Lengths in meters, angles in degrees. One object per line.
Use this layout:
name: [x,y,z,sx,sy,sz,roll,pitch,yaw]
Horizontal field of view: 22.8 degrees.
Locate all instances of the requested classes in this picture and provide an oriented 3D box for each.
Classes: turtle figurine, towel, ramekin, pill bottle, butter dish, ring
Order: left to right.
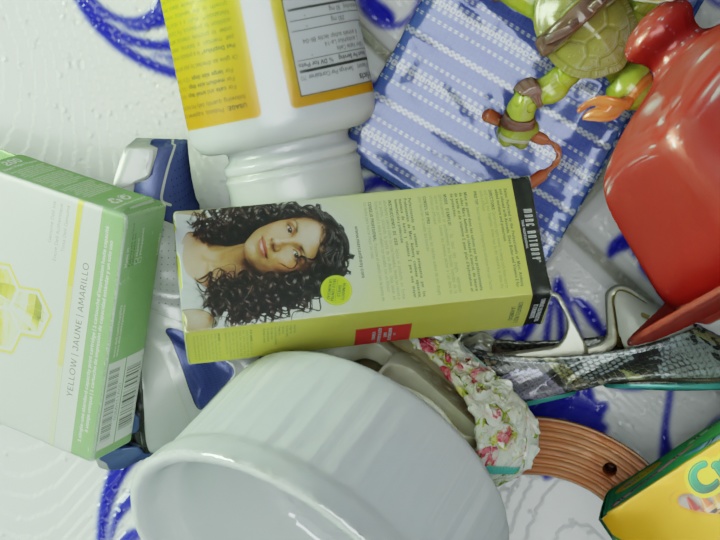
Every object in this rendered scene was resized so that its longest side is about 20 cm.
pill bottle: [-0.054,-0.135,1.001,0.108,0.109,0.203,-11,96,5]
ramekin: [-0.017,0.138,0.959,0.200,0.201,0.098,40,54,-1]
towel: [0.095,-0.119,1.036,0.144,0.024,0.201,30,98,1]
ring: [0.106,0.181,1.058,0.198,0.019,0.203,3,104,13]
turtle figurine: [0.108,-0.138,0.992,0.200,0.064,0.162,-42,90,10]
butter dish: [0.197,-0.077,0.932,0.199,0.200,0.148,-39,86,-14]

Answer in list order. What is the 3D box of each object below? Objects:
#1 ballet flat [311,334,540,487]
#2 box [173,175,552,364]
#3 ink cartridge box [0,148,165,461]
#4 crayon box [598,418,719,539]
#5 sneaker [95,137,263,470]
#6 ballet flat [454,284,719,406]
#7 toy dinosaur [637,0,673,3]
ballet flat: [0.016,0.050,1.001,0.199,0.064,0.076,35,114,27]
box: [0.000,0.000,0.968,0.197,0.050,0.076,-7,66,-6]
ink cartridge box: [-0.210,0.005,1.012,0.198,0.048,0.147,18,110,23]
crayon box: [0.244,0.124,0.971,0.199,0.058,0.119,-36,89,14]
sneaker: [-0.092,0.022,1.044,0.114,0.081,0.202,4,104,0]
ballet flat: [0.132,0.044,1.030,0.198,0.072,0.073,-7,96,4]
toy dinosaur: [0.177,-0.174,0.932,0.198,0.058,0.101,21,61,29]
